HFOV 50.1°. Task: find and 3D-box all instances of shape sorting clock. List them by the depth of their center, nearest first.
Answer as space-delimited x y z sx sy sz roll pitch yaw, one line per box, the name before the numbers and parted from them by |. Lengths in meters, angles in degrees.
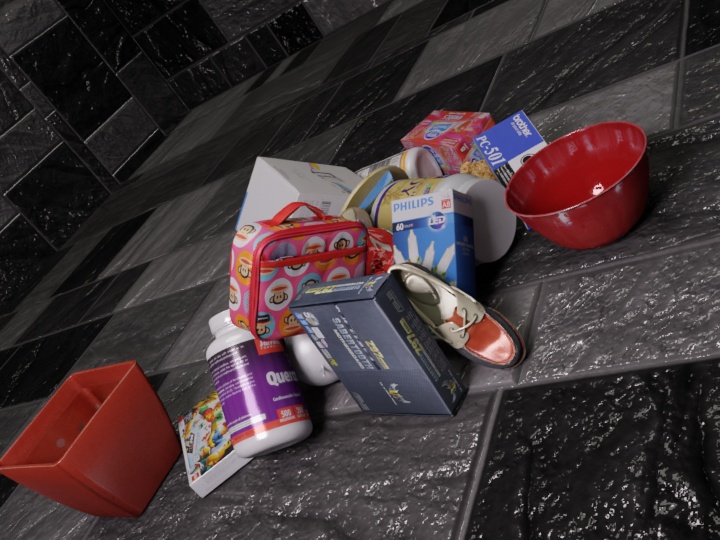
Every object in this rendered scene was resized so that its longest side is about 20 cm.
shape sorting clock | 0.020 -0.086 1.310 0.039 0.200 0.200 36 71 30

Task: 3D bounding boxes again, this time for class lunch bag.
lunch bag | -0.080 -0.007 1.043 0.200 0.176 0.082 -12 25 -41

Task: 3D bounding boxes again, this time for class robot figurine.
robot figurine | -0.081 0.111 1.181 0.200 0.113 0.170 13 75 58

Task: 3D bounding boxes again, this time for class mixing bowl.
mixing bowl | 0.311 -0.101 1.052 0.200 0.108 0.200 -29 28 17

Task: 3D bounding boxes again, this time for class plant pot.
plant pot | -0.408 0.284 1.225 0.200 0.176 0.200 -15 33 39

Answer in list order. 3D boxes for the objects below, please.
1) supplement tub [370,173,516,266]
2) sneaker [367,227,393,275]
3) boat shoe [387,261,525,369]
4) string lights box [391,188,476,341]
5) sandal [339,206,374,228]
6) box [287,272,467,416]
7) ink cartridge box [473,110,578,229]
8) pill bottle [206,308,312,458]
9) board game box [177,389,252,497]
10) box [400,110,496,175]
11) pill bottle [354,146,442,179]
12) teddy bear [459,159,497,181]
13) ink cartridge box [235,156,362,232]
supplement tub | 0.126 -0.075 1.197 0.200 0.145 0.145 2 45 53
sneaker | 0.037 0.017 1.128 0.077 0.085 0.200 -27 63 21
boat shoe | 0.117 0.055 0.971 0.200 0.063 0.071 39 96 21
string lights box | 0.102 -0.003 1.063 0.103 0.059 0.200 -9 79 36
sandal | 0.000 0.000 1.225 0.080 0.200 0.054 -4 0 9
box | 0.021 0.099 0.973 0.158 0.200 0.051 -8 34 44
ink cartridge box | 0.260 -0.162 1.217 0.094 0.044 0.200 -29 46 10
pill bottle | -0.147 0.153 1.081 0.112 0.200 0.112 -19 -14 -5
board game box | -0.218 0.252 1.204 0.126 0.035 0.200 -38 26 -4
box | 0.178 -0.235 1.459 0.100 0.095 0.200 -42 26 -11
pill bottle | 0.048 -0.149 1.453 0.200 0.116 0.116 -18 31 35
teddy bear | 0.226 -0.161 1.307 0.200 0.067 0.145 -35 28 4
ink cartridge box | -0.085 -0.099 1.357 0.145 0.200 0.147 42 120 41
